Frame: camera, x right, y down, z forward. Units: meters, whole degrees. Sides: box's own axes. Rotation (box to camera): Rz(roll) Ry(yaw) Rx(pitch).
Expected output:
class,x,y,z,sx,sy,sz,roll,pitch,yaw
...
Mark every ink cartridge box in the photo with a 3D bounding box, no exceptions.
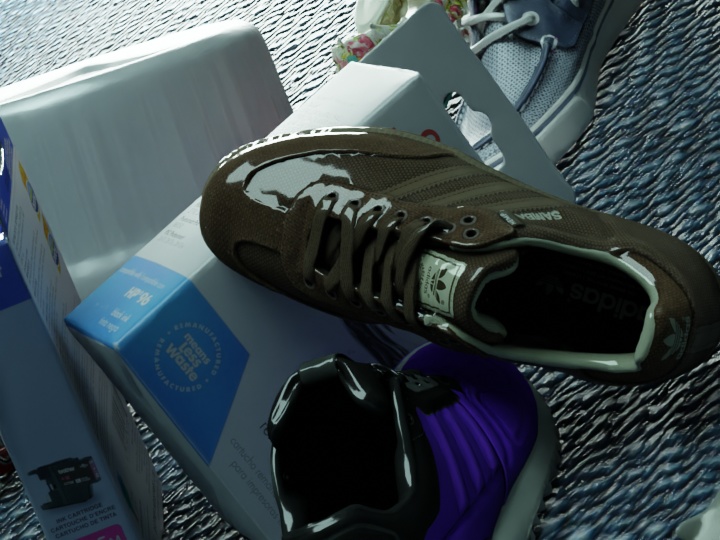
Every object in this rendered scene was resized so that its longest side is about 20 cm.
class,x,y,z,sx,sy,sz,roll,pitch,yaw
ink cartridge box,-0.129,0.033,1.189,0.042,0.201,0.119,-19,21,1
ink cartridge box,0.000,0.000,1.168,0.200,0.116,0.068,-43,21,-12

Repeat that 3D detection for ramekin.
class,x,y,z,sx,sy,sz,roll,pitch,yaw
ramekin,-0.120,-0.047,1.401,0.200,0.098,0.200,-17,7,2

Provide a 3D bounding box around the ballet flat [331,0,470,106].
class,x,y,z,sx,sy,sz,roll,pitch,yaw
ballet flat,0.036,-0.140,1.492,0.075,0.064,0.200,-26,22,30

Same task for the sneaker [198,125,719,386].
class,x,y,z,sx,sy,sz,roll,pitch,yaw
sneaker,0.030,-0.007,1.055,0.199,0.071,0.076,12,8,15

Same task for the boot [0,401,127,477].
class,x,y,z,sx,sy,sz,roll,pitch,yaw
boot,-0.178,0.075,1.376,0.144,0.073,0.200,-10,30,49

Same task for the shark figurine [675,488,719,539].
class,x,y,z,sx,sy,sz,roll,pitch,yaw
shark figurine,0.130,0.039,0.896,0.214,0.090,0.128,-44,1,2

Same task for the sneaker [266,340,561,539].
class,x,y,z,sx,sy,sz,roll,pitch,yaw
sneaker,0.013,0.061,1.036,0.069,0.100,0.200,-27,23,20

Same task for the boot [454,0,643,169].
class,x,y,z,sx,sy,sz,roll,pitch,yaw
boot,0.065,-0.114,1.346,0.073,0.090,0.200,-23,24,33
